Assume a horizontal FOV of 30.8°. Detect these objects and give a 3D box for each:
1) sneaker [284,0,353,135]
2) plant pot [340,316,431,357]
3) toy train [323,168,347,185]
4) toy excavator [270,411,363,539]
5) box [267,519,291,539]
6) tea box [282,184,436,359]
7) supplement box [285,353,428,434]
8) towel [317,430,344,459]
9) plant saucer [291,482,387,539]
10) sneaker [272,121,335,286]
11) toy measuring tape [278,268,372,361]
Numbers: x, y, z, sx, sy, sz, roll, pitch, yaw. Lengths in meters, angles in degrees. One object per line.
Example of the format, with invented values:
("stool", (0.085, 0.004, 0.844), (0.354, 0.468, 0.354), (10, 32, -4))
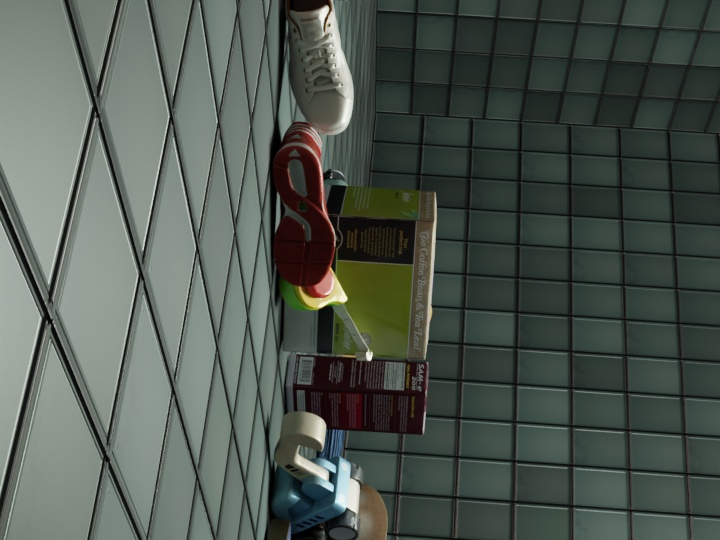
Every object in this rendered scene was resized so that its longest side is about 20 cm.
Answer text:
("sneaker", (-0.057, -0.257, 1.513), (0.085, 0.073, 0.200), (8, 71, -83))
("plant pot", (0.002, 0.015, 2.186), (0.200, 0.200, 0.183), (91, -11, -54))
("toy train", (-0.044, -0.068, 2.055), (0.200, 0.085, 0.114), (-84, 167, -45))
("toy excavator", (-0.074, 0.275, 1.733), (0.194, 0.200, 0.100), (-30, -141, 35))
("box", (-0.113, 0.445, 1.730), (0.121, 0.032, 0.200), (-82, 173, -59))
("tea box", (0.000, 0.000, 1.763), (0.134, 0.197, 0.200), (-79, 173, -69))
("supplement box", (-0.005, 0.179, 1.883), (0.109, 0.200, 0.061), (92, 3, -50))
("towel", (-0.059, 0.354, 2.708), (0.112, 0.048, 0.200), (93, 2, -45))
("plant saucer", (-0.051, 0.379, 1.829), (0.037, 0.200, 0.201), (41, 38, -34))
("sneaker", (-0.062, -0.087, 1.575), (0.116, 0.078, 0.200), (-81, 175, -54))
("toy measuring tape", (-0.052, 0.048, 1.672), (0.200, 0.074, 0.074), (63, 14, -20))
